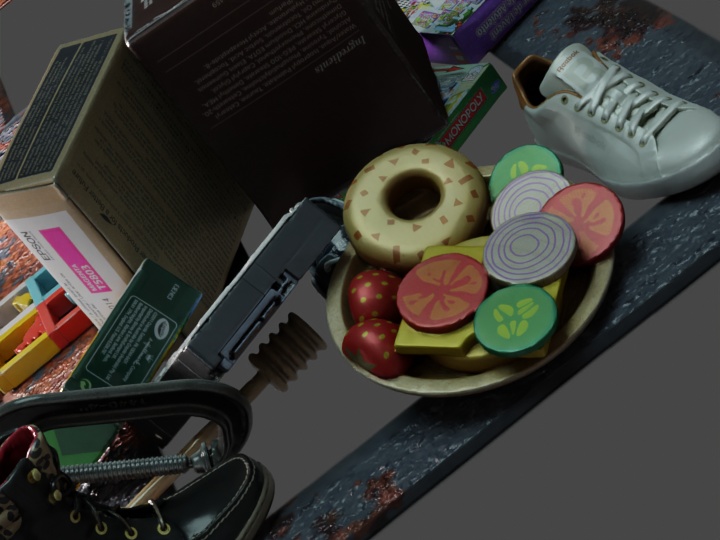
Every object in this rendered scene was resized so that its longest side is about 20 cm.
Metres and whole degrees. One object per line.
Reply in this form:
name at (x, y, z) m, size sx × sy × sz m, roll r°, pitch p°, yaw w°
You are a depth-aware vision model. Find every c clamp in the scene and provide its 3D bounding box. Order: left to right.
c clamp at (-0.165, 0.119, 1.185) m, size 0.199 × 0.171 × 0.027 m, roll -8°, pitch 54°, yaw 2°

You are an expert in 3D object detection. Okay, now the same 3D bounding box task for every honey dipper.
honey dipper at (-0.104, 0.113, 1.255) m, size 0.200 × 0.038 × 0.038 m, roll -46°, pitch 29°, yaw -6°

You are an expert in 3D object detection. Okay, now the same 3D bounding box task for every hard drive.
hard drive at (-0.091, 0.040, 1.242) m, size 0.140 × 0.038 × 0.200 m, roll -53°, pitch 3°, yaw -25°

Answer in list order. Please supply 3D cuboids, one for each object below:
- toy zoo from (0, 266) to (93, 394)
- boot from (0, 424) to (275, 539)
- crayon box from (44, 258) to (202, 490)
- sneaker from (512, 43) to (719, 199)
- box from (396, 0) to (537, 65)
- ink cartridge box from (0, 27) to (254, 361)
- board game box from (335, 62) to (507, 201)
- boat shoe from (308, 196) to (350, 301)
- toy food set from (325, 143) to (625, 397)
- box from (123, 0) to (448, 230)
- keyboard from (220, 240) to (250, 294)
toy zoo at (-0.274, 0.034, 1.577) m, size 0.200 × 0.020 × 0.131 m, roll -40°, pitch 28°, yaw -2°
boot at (-0.166, 0.156, 1.135) m, size 0.200 × 0.151 × 0.073 m, roll -38°, pitch 28°, yaw -2°
crayon box at (-0.192, 0.091, 1.306) m, size 0.126 × 0.051 × 0.200 m, roll -61°, pitch 8°, yaw -35°
sneaker at (0.166, -0.104, 1.200) m, size 0.073 × 0.085 × 0.200 m, roll -45°, pitch 30°, yaw -16°
box at (0.076, -0.240, 1.548) m, size 0.137 × 0.039 × 0.200 m, roll -47°, pitch 29°, yaw -15°
ink cartridge box at (-0.176, -0.054, 1.362) m, size 0.075 × 0.200 × 0.165 m, roll -8°, pitch 45°, yaw 30°
board game box at (0.010, -0.108, 1.445) m, size 0.200 × 0.029 × 0.135 m, roll 3°, pitch 48°, yaw 51°
boat shoe at (0.000, 0.000, 1.256) m, size 0.072 × 0.068 × 0.200 m, roll -37°, pitch 29°, yaw 2°
toy food set at (0.070, -0.004, 1.151) m, size 0.197 × 0.049 × 0.200 m, roll 0°, pitch 49°, yaw 24°
box at (-0.059, -0.177, 1.384) m, size 0.164 × 0.200 × 0.166 m, roll -32°, pitch 28°, yaw 11°
keyboard at (-0.162, -0.011, 1.486) m, size 0.127 × 0.021 × 0.200 m, roll -32°, pitch 36°, yaw 0°
